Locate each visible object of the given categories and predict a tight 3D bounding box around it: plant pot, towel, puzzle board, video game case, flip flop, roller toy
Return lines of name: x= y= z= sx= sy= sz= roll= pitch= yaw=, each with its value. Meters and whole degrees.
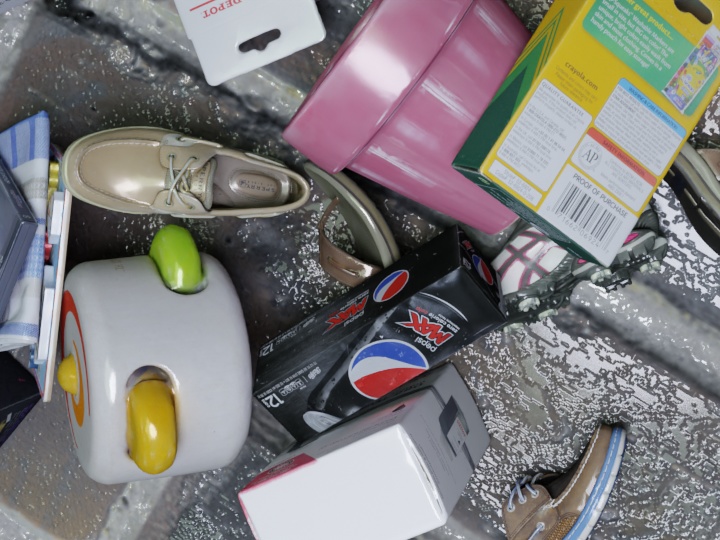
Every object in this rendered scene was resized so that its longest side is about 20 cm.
plant pot: x=0.067 y=-0.129 z=0.948 sx=0.179 sy=0.200 sz=0.200 roll=36 pitch=106 yaw=-8
towel: x=-0.307 y=-0.027 z=1.077 sx=0.147 sy=0.024 sz=0.200 roll=-10 pitch=76 yaw=53
puzzle board: x=-0.271 y=-0.004 z=1.076 sx=0.017 sy=0.151 sz=0.200 roll=4 pitch=100 yaw=-19
video game case: x=-0.339 y=-0.031 z=1.085 sx=0.200 sy=0.019 sz=0.143 roll=48 pitch=119 yaw=46
flip flop: x=0.270 y=-0.070 z=0.950 sx=0.058 sy=0.081 sz=0.200 roll=-38 pitch=82 yaw=-2
roller toy: x=-0.177 y=0.081 z=1.022 sx=0.140 sy=0.182 sz=0.200 roll=-6 pitch=68 yaw=-21
flip flop: x=0.000 y=0.000 z=1.021 sx=0.058 sy=0.081 sz=0.200 roll=-26 pitch=106 yaw=-11

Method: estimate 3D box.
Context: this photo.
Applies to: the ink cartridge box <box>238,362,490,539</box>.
ink cartridge box: x=0.010 y=0.156 z=0.989 sx=0.146 sy=0.200 sz=0.085 roll=-25 pitch=90 yaw=17

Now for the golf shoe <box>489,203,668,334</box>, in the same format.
golf shoe: x=0.144 y=-0.009 z=1.006 sx=0.200 sy=0.077 sz=0.088 roll=-24 pitch=69 yaw=17

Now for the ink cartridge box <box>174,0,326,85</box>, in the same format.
ink cartridge box: x=-0.101 y=-0.263 z=1.027 sx=0.116 sy=0.067 sz=0.200 roll=-19 pitch=92 yaw=17

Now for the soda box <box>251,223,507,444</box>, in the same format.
soda box: x=0.013 y=0.051 z=0.967 sx=0.200 sy=0.071 sz=0.063 roll=-33 pitch=116 yaw=20

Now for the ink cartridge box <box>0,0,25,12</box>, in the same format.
ink cartridge box: x=-0.317 y=-0.337 z=1.060 sx=0.145 sy=0.083 sz=0.200 roll=-21 pitch=92 yaw=17

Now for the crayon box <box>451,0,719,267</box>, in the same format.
crayon box: x=0.170 y=-0.120 z=0.870 sx=0.126 sy=0.052 sz=0.200 roll=34 pitch=87 yaw=-23

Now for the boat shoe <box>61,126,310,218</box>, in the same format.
boat shoe: x=-0.138 y=-0.076 z=1.010 sx=0.200 sy=0.065 sz=0.072 roll=6 pitch=94 yaw=-26

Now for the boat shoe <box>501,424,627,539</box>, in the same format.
boat shoe: x=0.151 y=0.206 z=1.025 sx=0.072 sy=0.072 sz=0.200 roll=28 pitch=104 yaw=11

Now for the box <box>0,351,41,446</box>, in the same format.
box: x=-0.393 y=0.122 z=1.095 sx=0.122 sy=0.200 sz=0.106 roll=43 pitch=106 yaw=6

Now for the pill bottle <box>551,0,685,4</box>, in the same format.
pill bottle: x=0.194 y=-0.299 z=0.918 sx=0.112 sy=0.112 sz=0.200 roll=4 pitch=99 yaw=15
